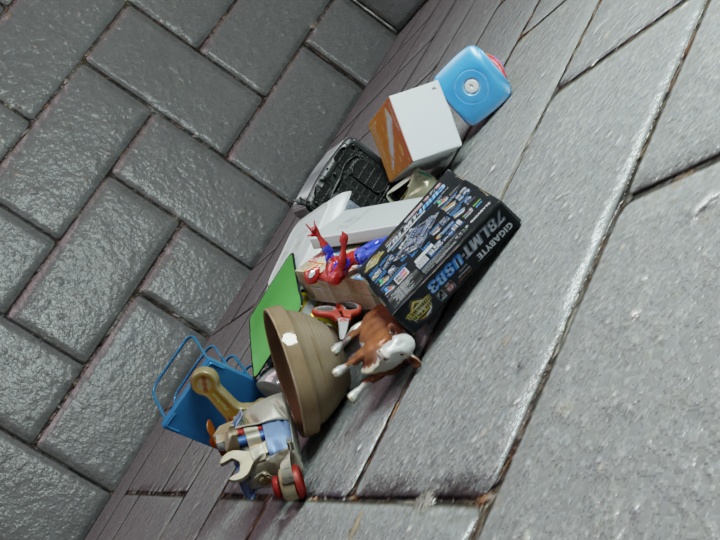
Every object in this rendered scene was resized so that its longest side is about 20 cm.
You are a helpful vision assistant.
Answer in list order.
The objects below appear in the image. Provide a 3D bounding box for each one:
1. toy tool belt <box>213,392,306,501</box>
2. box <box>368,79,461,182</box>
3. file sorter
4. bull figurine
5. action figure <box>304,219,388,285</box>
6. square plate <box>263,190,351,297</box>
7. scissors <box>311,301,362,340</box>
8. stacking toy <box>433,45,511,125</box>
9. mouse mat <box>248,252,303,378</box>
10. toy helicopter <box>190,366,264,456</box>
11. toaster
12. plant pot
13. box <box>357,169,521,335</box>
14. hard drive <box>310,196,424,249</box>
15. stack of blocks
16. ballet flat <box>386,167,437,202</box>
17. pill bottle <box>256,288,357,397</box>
[{"bbox_3d":[-0.148,0.269,1.270,0.123,0.125,0.200,-17,28,-2],"label":"toy tool belt"},{"bbox_3d":[0.096,-0.249,1.623,0.097,0.124,0.200,-20,-2,-11],"label":"box"},{"bbox_3d":[-0.240,0.220,1.542,0.139,0.200,0.123,-55,36,4],"label":"file sorter"},{"bbox_3d":[0.022,0.105,1.185,0.121,0.065,0.200,-36,11,10],"label":"bull figurine"},{"bbox_3d":[-0.002,-0.047,1.308,0.200,0.099,0.065,-27,21,3],"label":"action figure"},{"bbox_3d":[-0.104,-0.039,1.596,0.198,0.028,0.200,-27,35,56],"label":"square plate"},{"bbox_3d":[-0.018,0.069,1.261,0.200,0.073,0.014,-152,58,-73],"label":"scissors"},{"bbox_3d":[0.225,-0.353,1.622,0.110,0.116,0.200,-40,3,28],"label":"stacking toy"},{"bbox_3d":[-0.146,0.073,1.499,0.161,0.008,0.200,-56,23,19],"label":"mouse mat"},{"bbox_3d":[-0.211,0.239,1.448,0.132,0.200,0.079,-34,18,15],"label":"toy helicopter"},{"bbox_3d":[-0.023,-0.148,1.769,0.181,0.200,0.119,-59,16,-15],"label":"toaster"},{"bbox_3d":[-0.073,0.140,1.326,0.093,0.201,0.201,-17,4,-14],"label":"plant pot"},{"bbox_3d":[0.097,-0.031,1.186,0.200,0.050,0.199,-47,20,3],"label":"box"},{"bbox_3d":[0.033,-0.080,1.447,0.200,0.027,0.132,-8,20,33],"label":"hard drive"},{"bbox_3d":[0.000,0.000,1.406,0.115,0.059,0.200,-37,24,-26],"label":"stack of blocks"},{"bbox_3d":[0.065,-0.111,1.635,0.200,0.069,0.069,-49,13,30],"label":"ballet flat"},{"bbox_3d":[-0.091,0.127,1.495,0.113,0.113,0.200,-36,23,59],"label":"pill bottle"}]
